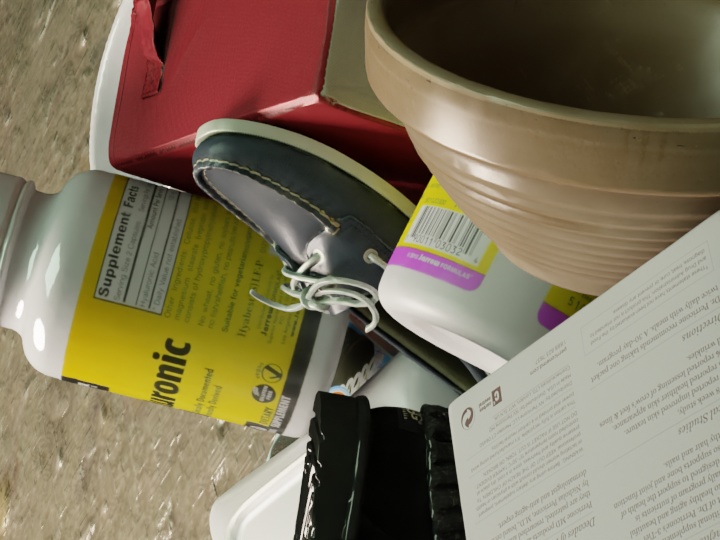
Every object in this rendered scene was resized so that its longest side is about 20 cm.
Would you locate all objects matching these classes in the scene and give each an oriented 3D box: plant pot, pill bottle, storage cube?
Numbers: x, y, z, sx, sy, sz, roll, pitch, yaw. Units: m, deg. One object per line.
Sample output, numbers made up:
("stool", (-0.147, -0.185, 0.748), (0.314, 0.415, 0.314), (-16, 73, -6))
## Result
("plant pot", (0.101, -0.053, 0.611), (0.201, 0.200, 0.093), (-130, 34, -54))
("pill bottle", (0.095, -0.051, 0.733), (0.104, 0.104, 0.200), (16, 76, 60))
("storage cube", (0.001, -0.125, 0.858), (0.180, 0.200, 0.171), (-11, 68, 51))
("pill bottle", (-0.109, 0.011, 0.865), (0.111, 0.200, 0.112), (-165, 90, -84))

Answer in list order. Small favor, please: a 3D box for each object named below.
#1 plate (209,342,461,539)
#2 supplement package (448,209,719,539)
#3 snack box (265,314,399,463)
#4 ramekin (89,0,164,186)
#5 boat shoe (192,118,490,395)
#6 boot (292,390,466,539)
("plate", (-0.003, 0.162, 0.850), (0.200, 0.032, 0.200), (-41, 55, 34))
("supplement package", (0.143, 0.115, 0.557), (0.152, 0.150, 0.200), (-41, 45, 44))
("snack box", (-0.015, 0.129, 0.934), (0.116, 0.037, 0.200), (38, 112, 56))
("ramekin", (-0.096, -0.120, 1.111), (0.200, 0.098, 0.201), (-29, 55, 52))
("boat shoe", (0.000, 0.000, 0.793), (0.075, 0.200, 0.062), (-10, 50, 58))
("boot", (0.047, 0.154, 0.712), (0.079, 0.158, 0.212), (-113, 31, -76))
